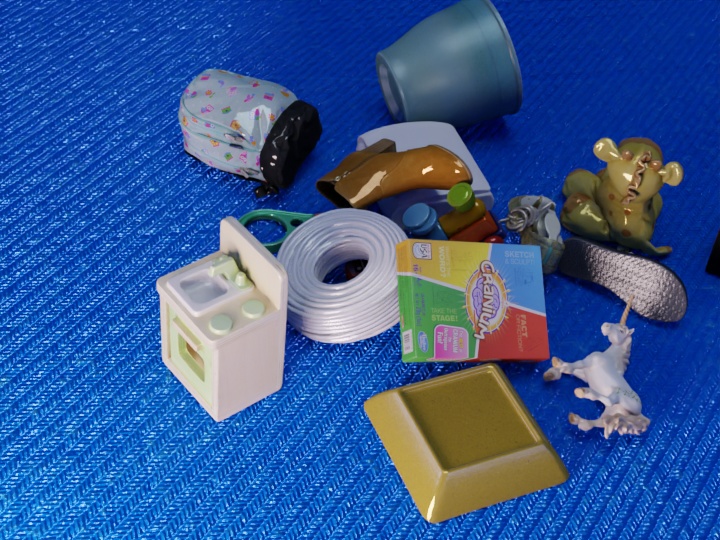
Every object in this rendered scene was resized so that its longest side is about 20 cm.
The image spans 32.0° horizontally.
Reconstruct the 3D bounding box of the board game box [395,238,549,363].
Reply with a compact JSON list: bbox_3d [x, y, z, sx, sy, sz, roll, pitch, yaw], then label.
[{"bbox_3d":[0.145,0.041,1.620,0.198,0.040,0.155,2,77,-25],"label":"board game box"}]

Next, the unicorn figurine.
[{"bbox_3d":[0.312,0.135,1.617,0.136,0.074,0.201,-1,56,-22],"label":"unicorn figurine"}]

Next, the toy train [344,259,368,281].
[{"bbox_3d":[0.000,0.000,1.742,0.045,0.034,0.201,-9,44,-11],"label":"toy train"}]

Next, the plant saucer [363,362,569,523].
[{"bbox_3d":[0.131,0.193,1.538,0.198,0.049,0.201,-12,46,-21],"label":"plant saucer"}]

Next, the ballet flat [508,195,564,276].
[{"bbox_3d":[0.257,-0.068,1.803,0.070,0.071,0.201,4,32,-3],"label":"ballet flat"}]

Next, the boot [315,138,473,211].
[{"bbox_3d":[0.044,-0.119,1.755,0.200,0.071,0.144,20,48,42],"label":"boot"}]

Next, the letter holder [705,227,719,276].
[{"bbox_3d":[0.624,-0.036,1.814,0.199,0.101,0.142,24,43,19],"label":"letter holder"}]

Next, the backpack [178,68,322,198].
[{"bbox_3d":[-0.175,-0.217,1.889,0.198,0.127,0.167,19,47,18],"label":"backpack"}]

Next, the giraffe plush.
[{"bbox_3d":[0.387,-0.124,1.830,0.171,0.163,0.201,0,42,-8],"label":"giraffe plush"}]

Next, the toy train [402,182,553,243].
[{"bbox_3d":[0.160,-0.080,1.735,0.199,0.116,0.085,-31,46,7],"label":"toy train"}]

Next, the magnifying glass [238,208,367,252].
[{"bbox_3d":[-0.084,-0.067,1.814,0.198,0.023,0.080,-10,45,-18],"label":"magnifying glass"}]

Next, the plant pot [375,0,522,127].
[{"bbox_3d":[0.131,-0.313,1.995,0.186,0.201,0.201,-21,47,-9],"label":"plant pot"}]

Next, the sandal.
[{"bbox_3d":[0.372,0.004,1.763,0.199,0.077,0.043,30,20,22],"label":"sandal"}]

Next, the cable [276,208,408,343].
[{"bbox_3d":[-0.018,0.004,1.674,0.198,0.070,0.201,-8,46,13],"label":"cable"}]

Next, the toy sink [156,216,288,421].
[{"bbox_3d":[-0.171,0.060,1.531,0.111,0.201,0.130,-26,52,-31],"label":"toy sink"}]

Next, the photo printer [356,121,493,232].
[{"bbox_3d":[0.090,-0.150,1.890,0.165,0.070,0.201,-9,44,-16],"label":"photo printer"}]
